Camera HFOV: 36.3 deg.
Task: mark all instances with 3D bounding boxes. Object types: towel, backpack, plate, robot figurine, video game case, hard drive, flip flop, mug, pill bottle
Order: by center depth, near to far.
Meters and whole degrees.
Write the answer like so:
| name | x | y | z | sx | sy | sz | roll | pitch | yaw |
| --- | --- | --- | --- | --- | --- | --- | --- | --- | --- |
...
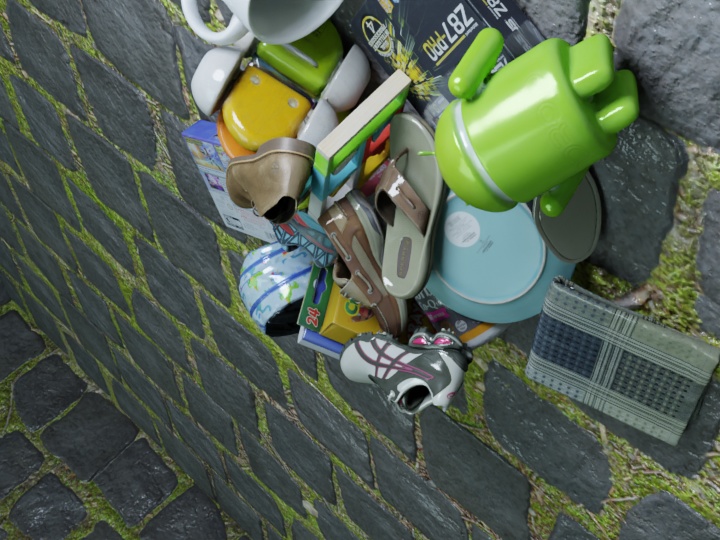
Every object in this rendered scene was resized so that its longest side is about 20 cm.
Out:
| name | x | y | z | sx | sy | sz | roll | pitch | yaw |
| --- | --- | --- | --- | --- | --- | --- | --- | --- | --- |
| robot figurine | 0.152 | -0.129 | 0.994 | 0.198 | 0.117 | 0.175 | -30 | 120 | 29 |
| mug | -0.123 | -0.336 | 1.174 | 0.176 | 0.147 | 0.201 | 50 | 114 | 24 |
| flip flop | 0.044 | -0.068 | 1.189 | 0.080 | 0.057 | 0.204 | 19 | 107 | 45 |
| plate | 0.139 | -0.030 | 1.198 | 0.196 | 0.026 | 0.204 | 9 | 117 | 18 |
| towel | 0.285 | 0.099 | 1.206 | 0.197 | 0.035 | 0.194 | 25 | 145 | 16 |
| pill bottle | 0.101 | -0.013 | 1.304 | 0.201 | 0.116 | 0.116 | 55 | 155 | -8 |
| hard drive | 0.024 | 0.068 | 1.422 | 0.197 | 0.134 | 0.025 | 23 | 149 | -16 |
| backpack | -0.072 | 0.014 | 1.536 | 0.154 | 0.199 | 0.163 | 48 | 156 | 6 |
| video game case | -0.176 | -0.134 | 1.694 | 0.198 | 0.045 | 0.183 | 20 | 142 | 48 |

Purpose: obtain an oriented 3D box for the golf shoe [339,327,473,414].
| name | x | y | z | sx | sy | sz | roll | pitch | yaw |
| --- | --- | --- | --- | --- | --- | --- | --- | --- | --- |
| golf shoe | 0.040 | 0.121 | 1.293 | 0.077 | 0.089 | 0.198 | 35 | 150 | -34 |

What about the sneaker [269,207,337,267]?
| name | x | y | z | sx | sy | sz | roll | pitch | yaw |
| --- | --- | --- | --- | --- | --- | --- | --- | --- | --- |
| sneaker | -0.098 | -0.069 | 1.381 | 0.199 | 0.079 | 0.097 | 34 | 128 | 32 |

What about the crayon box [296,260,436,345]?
| name | x | y | z | sx | sy | sz | roll | pitch | yaw |
| --- | --- | --- | --- | --- | --- | --- | --- | --- | --- |
| crayon box | 0.028 | 0.043 | 1.387 | 0.197 | 0.129 | 0.051 | 22 | 151 | -16 |

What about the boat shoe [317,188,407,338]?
| name | x | y | z | sx | sy | sz | roll | pitch | yaw |
| --- | --- | --- | --- | --- | --- | --- | --- | --- | --- |
| boat shoe | 0.000 | 0.000 | 1.285 | 0.076 | 0.071 | 0.203 | 51 | 164 | 58 |

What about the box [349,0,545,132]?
| name | x | y | z | sx | sy | sz | roll | pitch | yaw |
| --- | --- | --- | --- | --- | --- | --- | --- | --- | --- |
| box | 0.081 | -0.241 | 1.113 | 0.162 | 0.049 | 0.200 | 49 | 156 | -3 |

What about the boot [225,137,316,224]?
| name | x | y | z | sx | sy | sz | roll | pitch | yaw |
| --- | --- | --- | --- | --- | --- | --- | --- | --- | --- |
| boot | -0.110 | -0.087 | 1.226 | 0.072 | 0.077 | 0.199 | 12 | 167 | -21 |

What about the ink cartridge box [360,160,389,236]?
| name | x | y | z | sx | sy | sz | roll | pitch | yaw |
| --- | --- | --- | --- | --- | --- | --- | --- | --- | --- |
| ink cartridge box | -0.048 | -0.125 | 1.446 | 0.199 | 0.085 | 0.147 | 40 | 153 | 19 |

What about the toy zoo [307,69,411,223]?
| name | x | y | z | sx | sy | sz | roll | pitch | yaw |
| --- | --- | --- | --- | --- | --- | --- | --- | --- | --- |
| toy zoo | -0.005 | -0.127 | 1.228 | 0.020 | 0.131 | 0.201 | 41 | 161 | 10 |

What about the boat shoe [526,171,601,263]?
| name | x | y | z | sx | sy | sz | roll | pitch | yaw |
| --- | --- | --- | --- | --- | --- | --- | --- | --- | --- |
| boat shoe | 0.190 | -0.102 | 1.119 | 0.202 | 0.072 | 0.063 | 62 | -178 | -25 |

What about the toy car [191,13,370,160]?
| name | x | y | z | sx | sy | sz | roll | pitch | yaw |
| --- | --- | --- | --- | --- | --- | --- | --- | --- | --- |
| toy car | -0.097 | -0.208 | 1.284 | 0.173 | 0.202 | 0.150 | 30 | 156 | -5 |

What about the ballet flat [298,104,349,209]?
| name | x | y | z | sx | sy | sz | roll | pitch | yaw |
| --- | --- | --- | --- | --- | --- | --- | --- | --- | --- |
| ballet flat | -0.042 | -0.136 | 1.325 | 0.066 | 0.203 | 0.067 | -22 | 130 | 32 |
